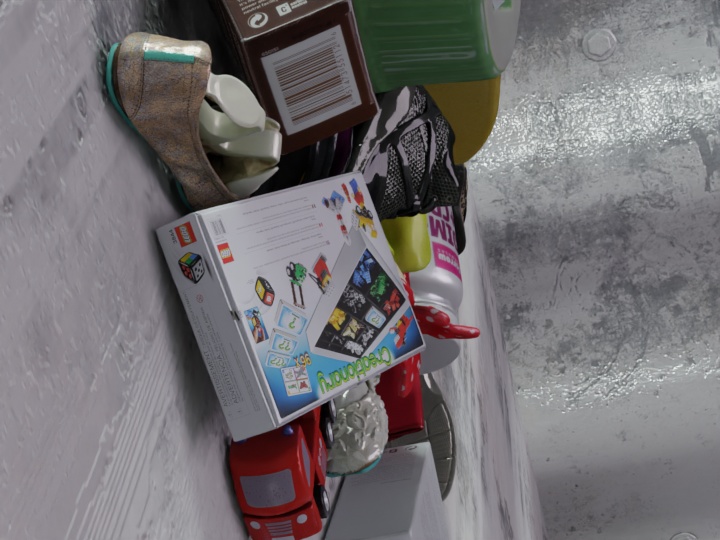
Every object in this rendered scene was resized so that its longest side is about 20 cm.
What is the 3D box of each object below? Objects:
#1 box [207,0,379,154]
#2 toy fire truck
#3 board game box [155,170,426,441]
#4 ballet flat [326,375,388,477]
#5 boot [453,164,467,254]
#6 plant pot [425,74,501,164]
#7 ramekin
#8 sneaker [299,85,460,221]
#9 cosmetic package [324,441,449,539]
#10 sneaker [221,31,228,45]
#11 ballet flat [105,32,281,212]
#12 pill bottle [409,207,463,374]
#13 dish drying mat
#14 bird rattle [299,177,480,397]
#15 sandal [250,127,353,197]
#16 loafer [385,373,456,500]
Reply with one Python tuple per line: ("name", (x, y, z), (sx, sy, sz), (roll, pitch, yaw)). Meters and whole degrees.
("box", (-0.059, -0.179, 0.946), (0.100, 0.075, 0.200), (73, -8, -51))
("toy fire truck", (-0.056, 0.056, 0.947), (0.200, 0.048, 0.142), (-86, 163, -56))
("board game box", (-0.035, 0.014, 0.906), (0.200, 0.034, 0.127), (-20, 90, -61))
("ballet flat", (-0.020, 0.085, 1.098), (0.200, 0.071, 0.072), (-100, 177, -74))
("boot", (0.129, -0.139, 2.293), (0.151, 0.073, 0.201), (-80, 162, -63))
("plant pot", (0.038, -0.205, 1.443), (0.201, 0.193, 0.196), (79, 6, -49))
("ramekin", (0.052, -0.221, 1.031), (0.200, 0.097, 0.201), (3, 90, -75))
("sneaker", (0.012, -0.049, 1.125), (0.114, 0.076, 0.200), (39, 65, -28))
("cosmetic package", (0.025, 0.220, 1.196), (0.200, 0.071, 0.102), (-63, 142, -76))
("sneaker", (-0.033, -0.143, 1.139), (0.077, 0.088, 0.200), (59, 0, 21))
("ballet flat", (-0.083, -0.076, 0.865), (0.200, 0.067, 0.069), (52, 36, -72))
("pill bottle", (0.035, -0.011, 1.399), (0.113, 0.113, 0.201), (64, 18, -61))
("dish drying mat", (0.011, 0.056, 1.286), (0.018, 0.076, 0.201), (54, 25, -52))
("bird rattle", (0.000, 0.000, 1.215), (0.163, 0.112, 0.200), (41, 23, -31))
("sandal", (-0.024, -0.107, 1.062), (0.201, 0.048, 0.075), (-62, 156, -19))
("loafer", (0.052, 0.134, 1.505), (0.063, 0.071, 0.201), (4, 72, -88))
